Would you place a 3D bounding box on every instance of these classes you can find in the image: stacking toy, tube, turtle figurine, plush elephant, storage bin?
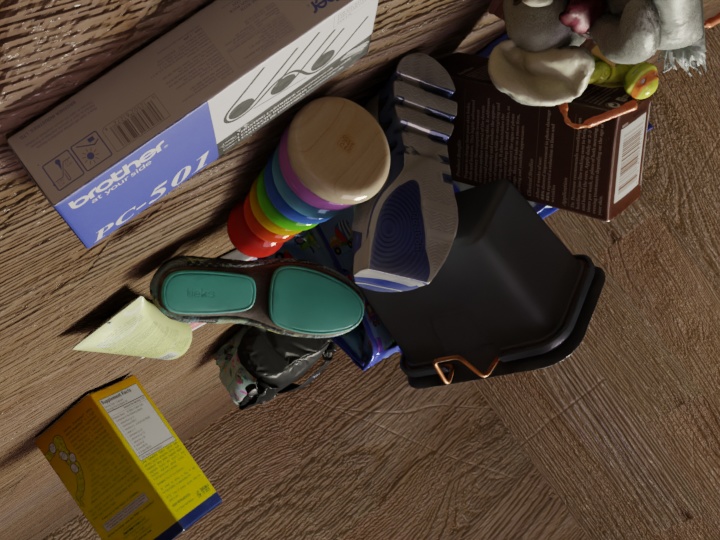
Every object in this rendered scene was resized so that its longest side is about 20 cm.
[{"bbox_3d":[-0.055,-0.064,0.896,0.085,0.086,0.200,-34,180,-32],"label":"stacking toy"},{"bbox_3d":[-0.211,0.056,1.049,0.200,0.051,0.059,43,59,-81],"label":"tube"},{"bbox_3d":[0.195,-0.192,0.899,0.200,0.161,0.065,-36,158,-23],"label":"turtle figurine"},{"bbox_3d":[0.165,-0.208,0.784,0.154,0.166,0.200,-2,149,19],"label":"plush elephant"},{"bbox_3d":[0.089,0.014,0.973,0.199,0.135,0.146,-16,-147,44],"label":"storage bin"}]

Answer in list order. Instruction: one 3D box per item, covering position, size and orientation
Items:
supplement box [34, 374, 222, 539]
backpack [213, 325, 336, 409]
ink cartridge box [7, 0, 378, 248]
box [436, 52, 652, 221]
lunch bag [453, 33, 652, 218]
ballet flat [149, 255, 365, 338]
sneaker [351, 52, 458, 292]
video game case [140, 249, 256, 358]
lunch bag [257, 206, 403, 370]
[{"bbox_3d":[-0.285,0.249,1.349,0.109,0.201,0.109,-38,174,20],"label":"supplement box"},{"bbox_3d":[-0.149,0.140,1.738,0.166,0.127,0.200,-20,168,-30],"label":"backpack"},{"bbox_3d":[-0.082,-0.095,0.578,0.199,0.044,0.094,-36,173,-10],"label":"ink cartridge box"},{"bbox_3d":[0.148,-0.121,0.959,0.075,0.199,0.101,-33,132,-45],"label":"box"},{"bbox_3d":[0.163,-0.140,1.115,0.199,0.170,0.128,-35,170,-21],"label":"lunch bag"},{"bbox_3d":[-0.094,0.018,0.986,0.198,0.075,0.074,10,151,-24],"label":"ballet flat"},{"bbox_3d":[0.022,-0.071,0.920,0.080,0.201,0.115,18,158,-26],"label":"sneaker"},{"bbox_3d":[-0.158,0.021,1.227,0.200,0.017,0.143,-42,173,40],"label":"video game case"},{"bbox_3d":[0.000,0.000,1.087,0.094,0.201,0.150,-40,173,31],"label":"lunch bag"}]
